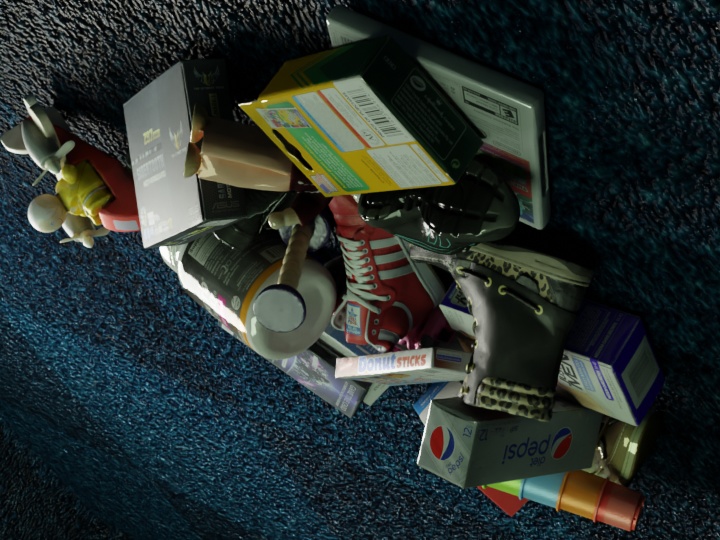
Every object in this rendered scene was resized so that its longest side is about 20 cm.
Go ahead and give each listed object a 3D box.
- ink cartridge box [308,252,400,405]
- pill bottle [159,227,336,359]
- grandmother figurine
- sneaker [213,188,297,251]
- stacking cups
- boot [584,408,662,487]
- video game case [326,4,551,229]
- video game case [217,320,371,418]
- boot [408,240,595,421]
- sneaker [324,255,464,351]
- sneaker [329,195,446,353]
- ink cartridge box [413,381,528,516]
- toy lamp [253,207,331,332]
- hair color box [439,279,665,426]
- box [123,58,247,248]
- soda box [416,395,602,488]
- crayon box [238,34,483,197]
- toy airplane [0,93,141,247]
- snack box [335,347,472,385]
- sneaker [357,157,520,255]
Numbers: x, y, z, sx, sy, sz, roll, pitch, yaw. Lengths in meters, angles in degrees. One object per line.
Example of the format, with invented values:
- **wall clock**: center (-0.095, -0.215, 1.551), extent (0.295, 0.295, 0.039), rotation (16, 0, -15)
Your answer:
- **ink cartridge box**: center (-0.036, 0.058, 1.780), extent (0.199, 0.077, 0.137), rotation (34, 159, 0)
- **pill bottle**: center (-0.126, 0.002, 1.666), extent (0.200, 0.116, 0.117), rotation (35, 163, 40)
- **grandmother figurine**: center (-0.062, -0.096, 1.438), extent (0.198, 0.123, 0.061), rotation (9, 173, -4)
- **sneaker**: center (-0.117, -0.094, 1.603), extent (0.060, 0.104, 0.200), rotation (26, -157, -31)
- **stacking cups**: center (0.188, 0.208, 1.559), extent (0.198, 0.061, 0.061), rotation (15, 153, 15)
- **boot**: center (0.226, 0.160, 1.602), extent (0.154, 0.072, 0.200), rotation (33, 161, 13)
- **video game case**: center (0.069, -0.128, 1.310), extent (0.199, 0.023, 0.183), rotation (26, 156, 22)
- **video game case**: center (-0.079, 0.095, 1.798), extent (0.199, 0.019, 0.143), rotation (34, 161, 4)
- **boot**: center (0.115, 0.047, 1.420), extent (0.199, 0.152, 0.073), rotation (12, -177, 37)
- **sneaker**: center (0.041, 0.054, 1.676), extent (0.199, 0.079, 0.095), rotation (29, 169, 20)
- **sneaker**: center (0.000, 0.000, 1.549), extent (0.071, 0.113, 0.200), rotation (22, 156, 54)
- **ink cartridge box**: center (0.136, 0.192, 1.703), extent (0.116, 0.067, 0.200), rotation (42, -176, -15)
- **toy lamp**: center (-0.064, -0.014, 1.539), extent (0.058, 0.201, 0.059), rotation (4, 124, 6)
- **hair color box**: center (0.184, 0.069, 1.488), extent (0.199, 0.065, 0.110), rotation (21, 155, 37)
- **box**: center (-0.180, -0.114, 1.558), extent (0.200, 0.051, 0.159), rotation (-14, 83, 63)
- **soda box**: center (0.146, 0.157, 1.476), extent (0.199, 0.069, 0.063), rotation (-2, -163, -45)
- **crayon box**: center (-0.003, -0.127, 1.318), extent (0.126, 0.052, 0.199), rotation (46, 155, -24)
- **toy airplane**: center (-0.350, -0.111, 1.818), extent (0.200, 0.142, 0.198), rotation (46, 157, -25)
- **snack box**: center (0.051, 0.100, 1.584), extent (0.071, 0.025, 0.200), rotation (10, 170, -28)
- **sneaker**: center (0.081, -0.053, 1.345), extent (0.079, 0.076, 0.199), rotation (32, 170, -32)
